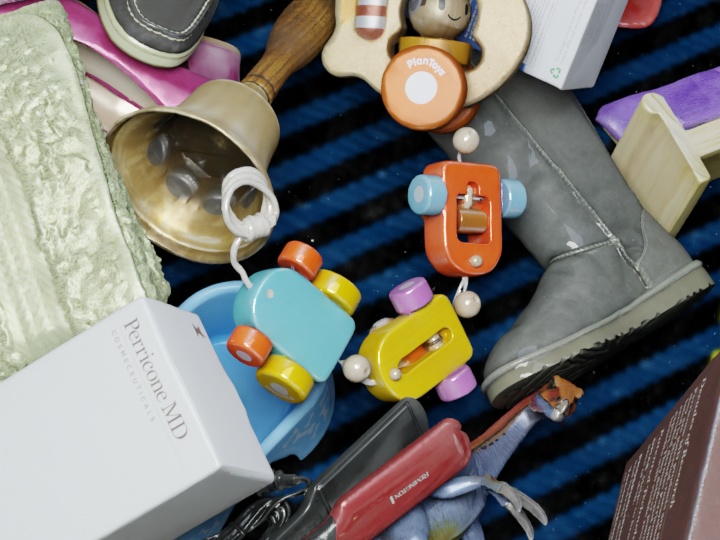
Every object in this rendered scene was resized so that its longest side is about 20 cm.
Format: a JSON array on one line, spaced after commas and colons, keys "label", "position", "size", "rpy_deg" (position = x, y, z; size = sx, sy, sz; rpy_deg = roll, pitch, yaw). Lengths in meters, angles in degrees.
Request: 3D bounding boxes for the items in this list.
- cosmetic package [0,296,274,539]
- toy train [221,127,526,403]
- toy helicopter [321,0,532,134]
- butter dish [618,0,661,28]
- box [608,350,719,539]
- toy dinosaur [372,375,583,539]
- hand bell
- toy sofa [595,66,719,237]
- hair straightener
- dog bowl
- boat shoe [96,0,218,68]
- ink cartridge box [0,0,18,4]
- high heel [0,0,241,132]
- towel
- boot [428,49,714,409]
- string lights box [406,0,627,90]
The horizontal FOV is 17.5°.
[{"label": "cosmetic package", "position": [-0.157, 0.108, 1.189], "size": [0.200, 0.071, 0.101], "rpy_deg": [-32, 70, 13]}, {"label": "toy train", "position": [0.000, 0.000, 1.273], "size": [0.200, 0.056, 0.150], "rpy_deg": [-3, 87, -35]}, {"label": "toy helicopter", "position": [0.009, -0.173, 1.312], "size": [0.200, 0.079, 0.132], "rpy_deg": [34, 98, 9]}, {"label": "butter dish", "position": [0.114, -0.276, 1.448], "size": [0.199, 0.148, 0.200], "rpy_deg": [14, 62, -3]}, {"label": "box", "position": [0.223, 0.162, 1.218], "size": [0.166, 0.200, 0.164], "rpy_deg": [20, 62, -2]}, {"label": "toy dinosaur", "position": [0.040, 0.121, 1.261], "size": [0.200, 0.105, 0.182], "rpy_deg": [22, 58, 3]}, {"label": "hand bell", "position": [-0.056, -0.106, 1.326], "size": [0.104, 0.104, 0.200], "rpy_deg": [28, 47, 4]}, {"label": "toy sofa", "position": [0.249, -0.104, 1.424], "size": [0.200, 0.083, 0.098], "rpy_deg": [-21, 71, -20]}, {"label": "hair straightener", "position": [-0.036, 0.136, 1.228], "size": [0.200, 0.041, 0.077], "rpy_deg": [-41, 38, -17]}, {"label": "dog bowl", "position": [-0.094, 0.085, 1.281], "size": [0.111, 0.050, 0.200], "rpy_deg": [40, 64, 10]}, {"label": "boat shoe", "position": [-0.104, -0.202, 1.383], "size": [0.072, 0.066, 0.201], "rpy_deg": [26, 42, -13]}, {"label": "ink cartridge box", "position": [-0.224, -0.223, 1.342], "size": [0.200, 0.083, 0.146], "rpy_deg": [-11, 46, 3]}, {"label": "high heel", "position": [-0.161, -0.101, 1.353], "size": [0.200, 0.067, 0.096], "rpy_deg": [12, 51, -19]}, {"label": "towel", "position": [-0.196, -0.036, 1.238], "size": [0.148, 0.036, 0.200], "rpy_deg": [-21, 78, 1]}, {"label": "boot", "position": [0.091, -0.034, 1.365], "size": [0.182, 0.073, 0.200], "rpy_deg": [-27, 77, -35]}, {"label": "string lights box", "position": [0.059, -0.192, 1.366], "size": [0.200, 0.103, 0.059], "rpy_deg": [27, 16, 20]}]
